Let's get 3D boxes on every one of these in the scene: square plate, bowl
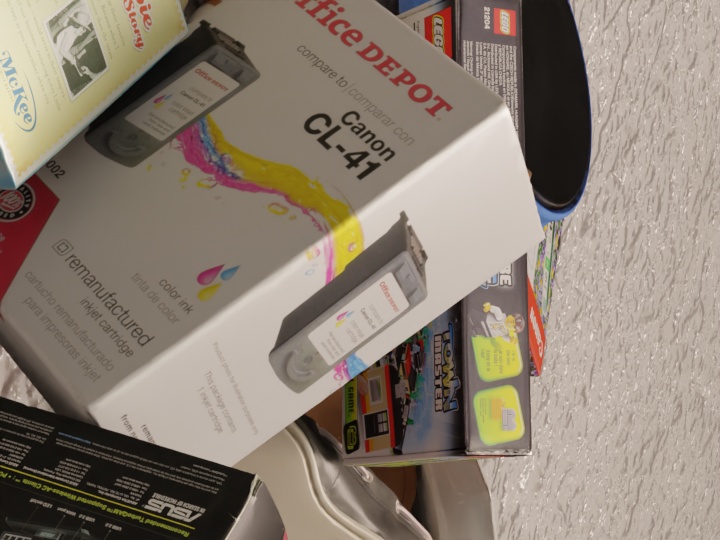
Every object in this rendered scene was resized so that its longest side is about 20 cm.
[{"bbox_3d":[0.039,0.115,1.151,0.200,0.028,0.198,83,-9,-45],"label":"square plate"},{"bbox_3d":[0.083,-0.119,1.190,0.201,0.039,0.201,36,48,-55],"label":"bowl"}]

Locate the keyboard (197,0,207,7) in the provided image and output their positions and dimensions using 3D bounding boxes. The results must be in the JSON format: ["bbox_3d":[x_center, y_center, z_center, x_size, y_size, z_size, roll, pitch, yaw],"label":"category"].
[{"bbox_3d":[-0.050,-0.107,1.034,0.056,0.011,0.200,-60,151,-32],"label":"keyboard"}]

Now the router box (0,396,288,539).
[{"bbox_3d":[-0.144,0.120,0.722,0.150,0.200,0.062,-57,150,-35],"label":"router box"}]

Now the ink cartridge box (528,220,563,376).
[{"bbox_3d":[0.085,0.008,1.280,0.109,0.050,0.200,69,27,-51],"label":"ink cartridge box"}]

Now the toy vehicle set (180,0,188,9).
[{"bbox_3d":[-0.109,-0.145,0.872,0.200,0.026,0.124,-65,153,-23],"label":"toy vehicle set"}]

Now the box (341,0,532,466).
[{"bbox_3d":[0.031,-0.015,0.923,0.035,0.110,0.200,3,81,-29],"label":"box"}]

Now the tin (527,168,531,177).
[{"bbox_3d":[0.000,0.000,1.030,0.200,0.042,0.112,-41,-176,-18],"label":"tin"}]

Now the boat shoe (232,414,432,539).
[{"bbox_3d":[-0.028,0.109,0.975,0.067,0.200,0.057,-41,-160,9],"label":"boat shoe"}]

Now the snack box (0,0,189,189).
[{"bbox_3d":[-0.136,-0.144,0.755,0.116,0.037,0.200,-48,133,-39],"label":"snack box"}]

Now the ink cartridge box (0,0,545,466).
[{"bbox_3d":[-0.052,-0.020,0.824,0.200,0.148,0.086,-37,141,-13],"label":"ink cartridge box"}]

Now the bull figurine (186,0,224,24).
[{"bbox_3d":[-0.071,-0.047,0.955,0.200,0.065,0.121,-66,157,-18],"label":"bull figurine"}]

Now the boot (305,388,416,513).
[{"bbox_3d":[-0.008,0.141,1.144,0.146,0.070,0.200,158,-86,-78],"label":"boot"}]
